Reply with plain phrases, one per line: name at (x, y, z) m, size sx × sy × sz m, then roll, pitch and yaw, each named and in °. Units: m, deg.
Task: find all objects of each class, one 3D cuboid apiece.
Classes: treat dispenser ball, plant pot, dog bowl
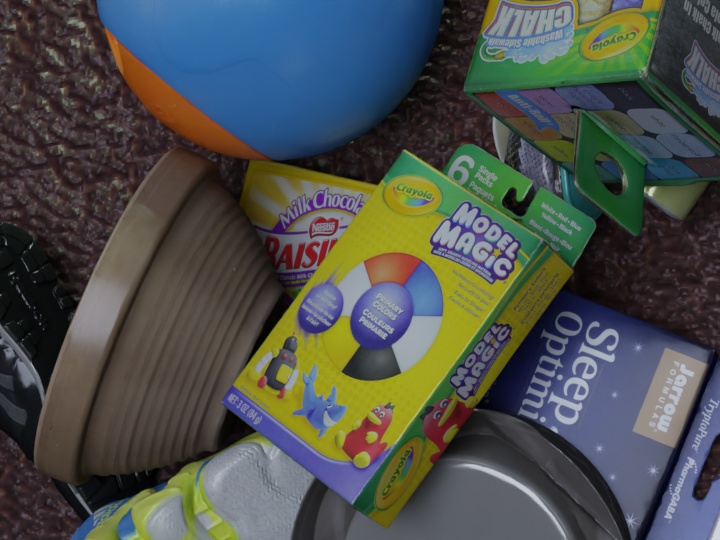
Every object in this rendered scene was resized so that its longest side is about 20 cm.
treat dispenser ball at (-0.051, -0.163, 1.455) m, size 0.199 × 0.201 × 0.203 m, roll -1°, pitch 86°, yaw 18°
plant pot at (-0.103, 0.040, 1.456) m, size 0.092 × 0.201 × 0.202 m, roll 24°, pitch 94°, yaw 4°
dog bowl at (0.062, 0.169, 1.423) m, size 0.198 × 0.059 × 0.202 m, roll 4°, pitch 101°, yaw 19°

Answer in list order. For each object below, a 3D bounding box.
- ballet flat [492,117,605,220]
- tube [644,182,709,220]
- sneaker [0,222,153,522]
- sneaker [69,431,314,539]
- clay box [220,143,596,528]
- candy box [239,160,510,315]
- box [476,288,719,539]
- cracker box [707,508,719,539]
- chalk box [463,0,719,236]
ballet flat at (0.106, -0.123, 1.474) m, size 0.071 × 0.072 × 0.202 m, roll 2°, pitch 86°, yaw 19°
tube at (0.214, -0.125, 1.446) m, size 0.058 × 0.052 × 0.201 m, roll 33°, pitch 93°, yaw -16°
sneaker at (-0.199, 0.073, 1.571) m, size 0.087 × 0.076 × 0.201 m, roll -31°, pitch 85°, yaw 45°
sneaker at (-0.096, 0.139, 1.495) m, size 0.199 × 0.105 × 0.076 m, roll -25°, pitch 105°, yaw -12°
clay box at (0.027, 0.024, 1.385) m, size 0.115 × 0.048 × 0.201 m, roll 33°, pitch 87°, yaw 37°
candy box at (0.000, 0.000, 1.483) m, size 0.199 × 0.026 × 0.103 m, roll 14°, pitch 87°, yaw 41°
box at (0.120, 0.078, 1.456) m, size 0.199 × 0.032 × 0.122 m, roll 21°, pitch 84°, yaw 14°
cracker box at (0.259, 0.155, 1.400) m, size 0.133 × 0.058 × 0.201 m, roll 22°, pitch 93°, yaw 12°
chalk box at (0.147, -0.121, 1.381) m, size 0.123 × 0.124 × 0.201 m, roll 1°, pitch 66°, yaw 42°
